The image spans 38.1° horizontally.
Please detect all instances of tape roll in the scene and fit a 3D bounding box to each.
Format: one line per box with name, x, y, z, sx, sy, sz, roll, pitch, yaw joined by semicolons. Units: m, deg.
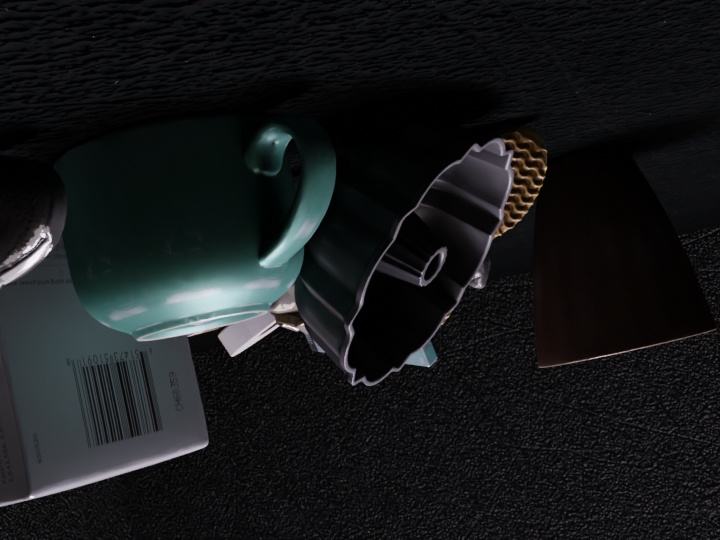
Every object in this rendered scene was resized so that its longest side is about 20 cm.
tape roll;-0.106;0.046;1.440;0.202;0.037;0.203;-36;177;-2

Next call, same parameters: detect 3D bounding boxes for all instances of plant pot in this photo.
plant pot;0.254;-0.018;1.086;0.184;0.203;0.187;-13;175;-1

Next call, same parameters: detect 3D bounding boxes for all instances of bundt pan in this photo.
bundt pan;0.025;-0.022;0.748;0.075;0.204;0.201;33;-165;23

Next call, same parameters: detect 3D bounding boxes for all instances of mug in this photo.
mug;-0.105;-0.023;0.649;0.150;0.116;0.185;-10;175;-21

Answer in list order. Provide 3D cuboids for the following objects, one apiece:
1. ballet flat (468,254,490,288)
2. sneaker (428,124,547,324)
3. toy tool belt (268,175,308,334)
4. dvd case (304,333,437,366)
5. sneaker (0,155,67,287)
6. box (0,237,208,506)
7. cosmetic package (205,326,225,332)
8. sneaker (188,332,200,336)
ballet flat;0.072;-0.016;1.304;0.198;0.058;0.066;9;-167;38
sneaker;0.085;-0.048;0.885;0.201;0.074;0.090;-55;-167;25
toy tool belt;-0.054;-0.004;0.909;0.198;0.127;0.122;-28;168;26
dvd case;-0.012;0.040;1.205;0.198;0.148;0.022;5;-143;46
sneaker;-0.264;-0.020;0.550;0.197;0.076;0.115;-12;173;13
box;-0.233;0.058;0.757;0.129;0.203;0.198;-16;174;26
cosmetic package;-0.290;0.066;1.423;0.198;0.072;0.105;-15;175;30
sneaker;-0.194;0.029;1.018;0.145;0.078;0.202;-16;162;-38
